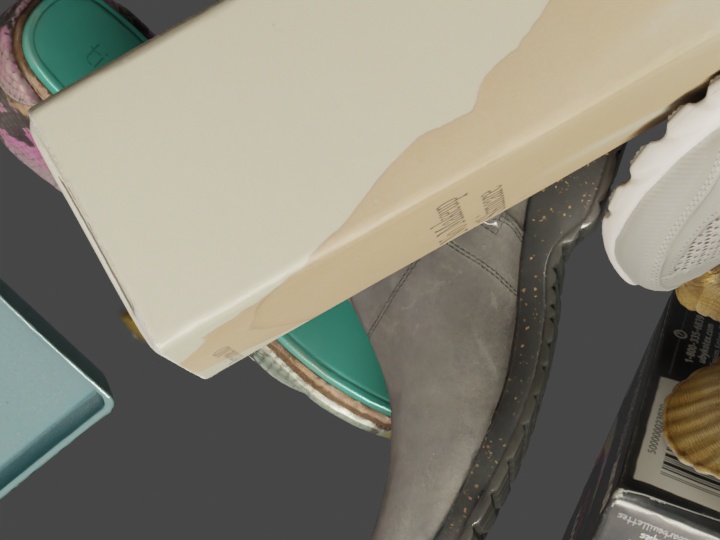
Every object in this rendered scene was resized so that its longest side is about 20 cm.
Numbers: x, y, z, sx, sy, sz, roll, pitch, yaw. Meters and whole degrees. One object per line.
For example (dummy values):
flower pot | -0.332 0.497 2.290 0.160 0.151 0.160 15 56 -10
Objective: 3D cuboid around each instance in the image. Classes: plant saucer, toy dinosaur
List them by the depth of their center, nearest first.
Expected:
toy dinosaur | 0.140 0.045 0.761 0.101 0.200 0.058 -11 125 3
plant saucer | -0.174 0.072 0.976 0.070 0.019 0.200 44 123 -12

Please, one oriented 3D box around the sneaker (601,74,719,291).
sneaker | 0.156 -0.037 0.729 0.200 0.075 0.082 -31 82 30

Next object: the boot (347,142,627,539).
boot | 0.000 0.000 0.798 0.132 0.200 0.070 18 169 5

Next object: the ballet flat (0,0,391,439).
ballet flat | -0.045 -0.013 0.856 0.200 0.069 0.071 41 150 -1

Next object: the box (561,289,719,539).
box | 0.109 0.127 0.854 0.106 0.122 0.200 22 125 4

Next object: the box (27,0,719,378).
box | 0.017 -0.053 0.726 0.200 0.095 0.078 -30 81 2
